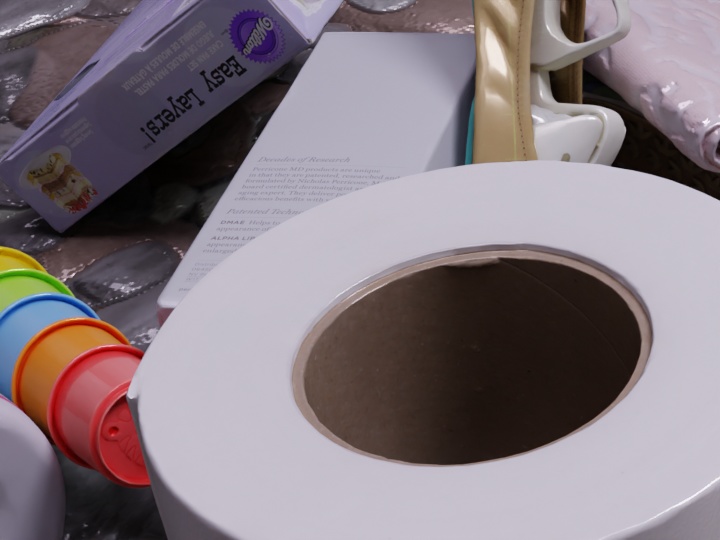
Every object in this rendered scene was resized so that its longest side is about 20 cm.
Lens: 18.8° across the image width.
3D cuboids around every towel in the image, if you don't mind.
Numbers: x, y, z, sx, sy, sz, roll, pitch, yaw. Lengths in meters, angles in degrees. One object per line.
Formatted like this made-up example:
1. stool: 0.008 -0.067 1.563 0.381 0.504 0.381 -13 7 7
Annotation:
1. towel: 0.167 -0.090 0.937 0.191 0.032 0.200 5 27 -31

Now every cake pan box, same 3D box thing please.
1. cake pan box: -0.062 -0.124 1.023 0.200 0.052 0.184 -33 18 38

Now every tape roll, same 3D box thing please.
1. tape roll: 0.043 0.077 0.674 0.202 0.139 0.203 -9 34 6

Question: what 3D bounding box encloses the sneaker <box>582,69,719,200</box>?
1. sneaker: 0.117 -0.071 0.965 0.200 0.067 0.090 22 46 40

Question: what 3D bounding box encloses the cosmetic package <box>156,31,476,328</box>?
1. cosmetic package: 0.000 0.000 0.857 0.081 0.113 0.200 1 34 18

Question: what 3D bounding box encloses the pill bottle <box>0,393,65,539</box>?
1. pill bottle: -0.208 0.062 0.823 0.113 0.113 0.200 -30 37 -26

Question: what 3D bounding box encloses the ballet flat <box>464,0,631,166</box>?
1. ballet flat: 0.073 -0.075 0.849 0.063 0.200 0.069 -3 -2 27

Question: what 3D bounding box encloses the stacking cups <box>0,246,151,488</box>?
1. stacking cups: -0.112 0.040 0.837 0.060 0.061 0.200 -25 23 -20
